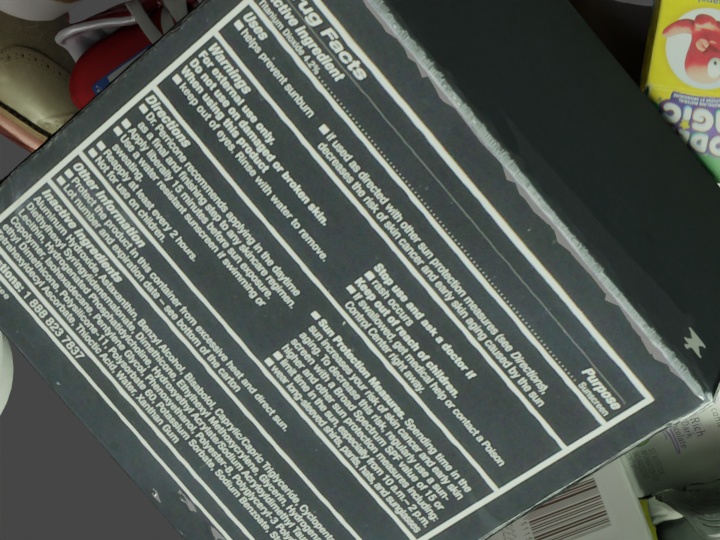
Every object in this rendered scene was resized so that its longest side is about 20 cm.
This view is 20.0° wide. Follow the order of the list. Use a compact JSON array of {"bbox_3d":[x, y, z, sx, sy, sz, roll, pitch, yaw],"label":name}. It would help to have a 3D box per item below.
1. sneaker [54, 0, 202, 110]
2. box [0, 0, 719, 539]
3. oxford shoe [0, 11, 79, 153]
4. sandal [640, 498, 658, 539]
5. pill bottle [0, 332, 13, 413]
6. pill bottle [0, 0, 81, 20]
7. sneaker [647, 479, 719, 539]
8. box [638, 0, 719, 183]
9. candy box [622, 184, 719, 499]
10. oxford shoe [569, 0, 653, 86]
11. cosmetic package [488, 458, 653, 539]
[{"bbox_3d":[-0.050,-0.101,0.786,0.071,0.112,0.200,57,155,5],"label":"sneaker"},{"bbox_3d":[0.000,-0.008,0.707,0.198,0.123,0.200,-36,98,33],"label":"box"},{"bbox_3d":[-0.134,-0.087,0.865,0.200,0.070,0.075,22,93,-46],"label":"oxford shoe"},{"bbox_3d":[0.060,0.147,1.023,0.199,0.080,0.087,-3,136,20],"label":"sandal"},{"bbox_3d":[-0.226,0.033,0.914,0.112,0.113,0.200,2,169,9],"label":"pill bottle"},{"bbox_3d":[-0.079,-0.192,0.769,0.200,0.114,0.114,-32,114,22],"label":"pill bottle"},{"bbox_3d":[0.181,0.142,0.928,0.074,0.085,0.200,-13,161,14],"label":"sneaker"},{"bbox_3d":[0.170,-0.122,0.741,0.117,0.201,0.048,11,171,4],"label":"box"},{"bbox_3d":[0.101,0.022,0.920,0.199,0.072,0.168,-13,122,21],"label":"candy box"},{"bbox_3d":[0.161,-0.093,0.808,0.199,0.073,0.085,5,124,-27],"label":"oxford shoe"},{"bbox_3d":[0.115,0.174,0.916,0.071,0.102,0.200,-22,124,5],"label":"cosmetic package"}]
